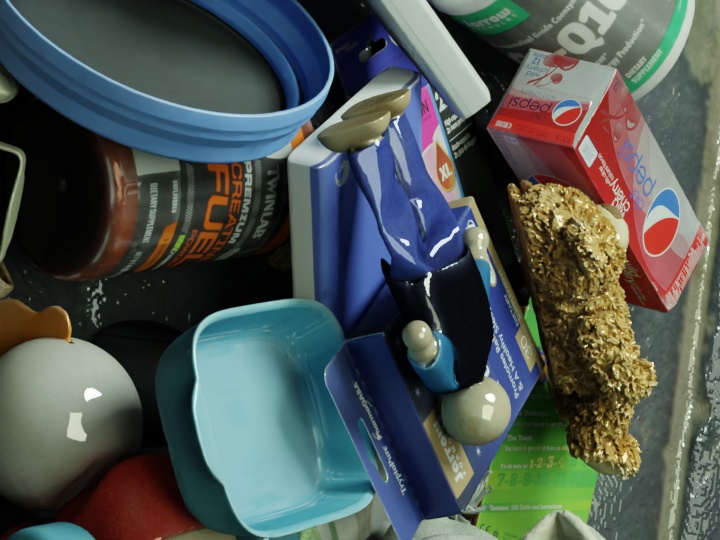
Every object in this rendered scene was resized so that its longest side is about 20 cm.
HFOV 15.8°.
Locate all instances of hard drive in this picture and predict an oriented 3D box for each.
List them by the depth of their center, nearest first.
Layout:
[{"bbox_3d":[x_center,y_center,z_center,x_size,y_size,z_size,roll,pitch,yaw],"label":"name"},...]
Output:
[{"bbox_3d":[-0.002,-0.184,1.487,0.027,0.132,0.200,-38,139,2],"label":"hard drive"},{"bbox_3d":[0.000,0.000,1.510,0.132,0.025,0.201,-45,141,-50],"label":"hard drive"}]

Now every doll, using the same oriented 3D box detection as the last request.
[{"bbox_3d":[0.041,0.003,1.430,0.201,0.048,0.136,69,25,-13],"label":"doll"}]

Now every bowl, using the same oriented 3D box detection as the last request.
[{"bbox_3d":[-0.114,-0.128,1.415,0.200,0.201,0.040,-1,130,-38],"label":"bowl"}]

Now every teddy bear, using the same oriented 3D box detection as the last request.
[{"bbox_3d":[0.142,0.034,1.603,0.066,0.145,0.201,-14,103,-3],"label":"teddy bear"}]

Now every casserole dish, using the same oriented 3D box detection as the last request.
[{"bbox_3d":[-0.052,0.080,1.383,0.200,0.039,0.122,-8,83,-64],"label":"casserole dish"}]

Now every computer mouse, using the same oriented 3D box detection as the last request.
[{"bbox_3d":[-0.065,0.049,1.530,0.199,0.046,0.141,20,79,-36],"label":"computer mouse"}]

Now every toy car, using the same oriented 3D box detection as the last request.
[{"bbox_3d":[-0.167,0.115,1.412,0.184,0.177,0.201,-5,65,-51],"label":"toy car"}]

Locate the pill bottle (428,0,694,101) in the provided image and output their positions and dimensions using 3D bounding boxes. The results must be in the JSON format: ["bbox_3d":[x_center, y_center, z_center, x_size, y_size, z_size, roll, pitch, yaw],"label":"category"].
[{"bbox_3d":[0.106,-0.191,1.620,0.199,0.113,0.114,30,73,-34],"label":"pill bottle"}]

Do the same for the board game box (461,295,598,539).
[{"bbox_3d":[0.117,0.115,1.687,0.095,0.030,0.201,21,80,-37],"label":"board game box"}]

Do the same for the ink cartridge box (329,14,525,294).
[{"bbox_3d":[0.043,-0.062,1.605,0.095,0.037,0.201,-40,114,-54],"label":"ink cartridge box"}]

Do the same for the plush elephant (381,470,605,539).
[{"bbox_3d":[0.081,0.215,1.554,0.201,0.154,0.165,-59,157,-27],"label":"plush elephant"}]

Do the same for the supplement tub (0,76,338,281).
[{"bbox_3d":[-0.096,-0.057,1.462,0.199,0.107,0.108,-10,97,-44],"label":"supplement tub"}]

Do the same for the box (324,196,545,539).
[{"bbox_3d":[0.046,0.057,1.502,0.122,0.032,0.200,66,32,-20],"label":"box"}]

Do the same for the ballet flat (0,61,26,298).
[{"bbox_3d":[-0.214,-0.077,1.394,0.067,0.068,0.202,-2,101,6],"label":"ballet flat"}]

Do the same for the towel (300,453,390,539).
[{"bbox_3d":[-0.013,0.176,1.533,0.201,0.031,0.149,-58,160,-22],"label":"towel"}]

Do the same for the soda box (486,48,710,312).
[{"bbox_3d":[0.152,-0.053,1.647,0.064,0.070,0.200,-60,143,-20],"label":"soda box"}]
